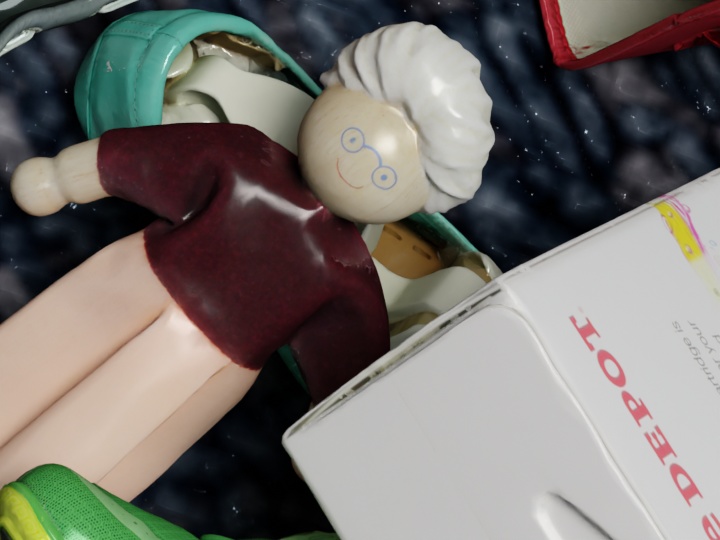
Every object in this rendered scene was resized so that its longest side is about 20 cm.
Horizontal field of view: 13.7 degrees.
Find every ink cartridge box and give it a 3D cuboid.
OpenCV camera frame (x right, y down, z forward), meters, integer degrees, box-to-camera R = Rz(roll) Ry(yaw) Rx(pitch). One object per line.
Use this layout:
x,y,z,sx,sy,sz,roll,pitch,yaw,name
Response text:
0.089,0.060,0.799,0.148,0.086,0.200,58,33,6,ink cartridge box

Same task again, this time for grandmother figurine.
-0.041,0.010,0.810,0.200,0.061,0.121,-42,110,13,grandmother figurine

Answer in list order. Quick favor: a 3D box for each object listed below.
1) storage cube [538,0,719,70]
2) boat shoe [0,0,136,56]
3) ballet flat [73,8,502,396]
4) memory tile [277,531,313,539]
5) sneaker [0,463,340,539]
0.154,-0.168,0.891,0.179,0.171,0.201,-11,88,-23,storage cube
-0.058,-0.100,0.847,0.200,0.062,0.073,-21,129,-17,boat shoe
0.000,0.000,0.867,0.200,0.070,0.067,43,71,-12,ballet flat
0.060,0.148,0.898,0.199,0.017,0.154,-5,91,-22,memory tile
-0.012,0.097,0.805,0.200,0.074,0.084,30,82,-21,sneaker
